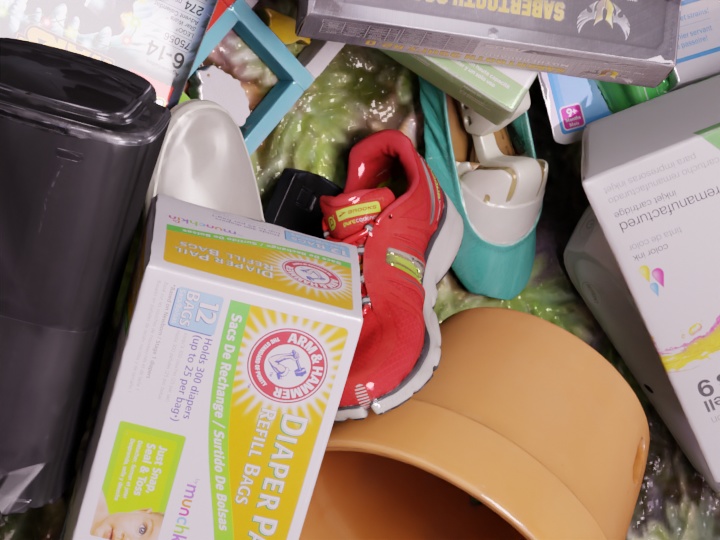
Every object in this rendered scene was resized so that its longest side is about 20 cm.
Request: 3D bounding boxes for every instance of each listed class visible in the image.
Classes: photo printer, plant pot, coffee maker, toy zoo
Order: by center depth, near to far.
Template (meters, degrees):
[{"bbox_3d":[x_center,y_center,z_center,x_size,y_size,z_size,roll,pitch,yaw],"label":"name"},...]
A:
[{"bbox_3d":[-0.166,0.005,1.379,0.134,0.192,0.201,8,110,-21],"label":"coffee maker"},{"bbox_3d":[-0.074,-0.143,1.549,0.131,0.020,0.200,46,72,-23],"label":"toy zoo"},{"bbox_3d":[0.068,0.115,1.560,0.200,0.200,0.140,50,55,-22],"label":"plant pot"},{"bbox_3d":[0.220,0.006,1.694,0.166,0.069,0.200,-42,112,-20],"label":"photo printer"}]

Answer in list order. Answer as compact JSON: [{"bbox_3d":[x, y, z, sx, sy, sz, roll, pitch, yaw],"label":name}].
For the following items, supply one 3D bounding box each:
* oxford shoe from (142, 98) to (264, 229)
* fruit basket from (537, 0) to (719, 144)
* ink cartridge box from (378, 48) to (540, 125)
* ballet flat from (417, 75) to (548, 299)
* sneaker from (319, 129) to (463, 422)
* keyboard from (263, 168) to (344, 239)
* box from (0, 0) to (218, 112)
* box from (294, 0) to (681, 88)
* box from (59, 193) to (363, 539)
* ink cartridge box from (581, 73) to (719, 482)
[{"bbox_3d":[-0.069,0.010,1.488,0.075,0.058,0.201,-14,106,-36],"label":"oxford shoe"},{"bbox_3d":[0.168,-0.190,1.638,0.185,0.094,0.201,-17,101,-27],"label":"fruit basket"},{"bbox_3d":[0.070,-0.200,1.557,0.145,0.048,0.200,33,78,-1],"label":"ink cartridge box"},{"bbox_3d":[0.070,-0.076,1.605,0.067,0.070,0.201,-18,102,-27],"label":"ballet flat"},{"bbox_3d":[0.000,0.000,1.523,0.200,0.077,0.085,-78,150,-50],"label":"sneaker"},{"bbox_3d":[-0.070,0.034,1.565,0.104,0.040,0.200,36,74,-50],"label":"keyboard"},{"bbox_3d":[-0.170,-0.163,1.467,0.200,0.040,0.137,23,81,-20],"label":"box"},{"bbox_3d":[0.073,-0.190,1.507,0.199,0.048,0.159,7,79,-7],"label":"box"},{"bbox_3d":[-0.076,0.079,1.418,0.112,0.101,0.200,13,110,-7],"label":"box"},{"bbox_3d":[0.224,-0.004,1.573,0.145,0.088,0.200,-20,111,13],"label":"ink cartridge box"}]
